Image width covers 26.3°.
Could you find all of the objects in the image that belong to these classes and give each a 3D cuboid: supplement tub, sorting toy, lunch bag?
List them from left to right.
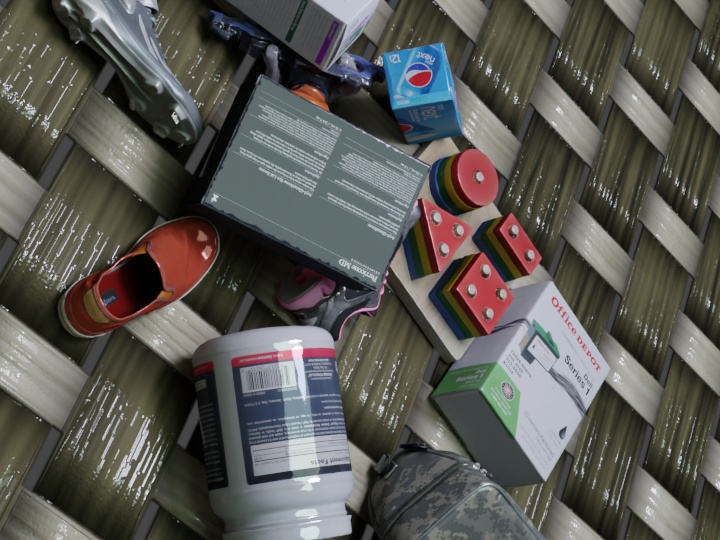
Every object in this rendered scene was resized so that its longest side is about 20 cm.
[{"bbox_3d":[-0.082,0.161,1.476,0.140,0.140,0.201,0,78,-44],"label":"supplement tub"},{"bbox_3d":[0.104,0.286,1.610,0.139,0.168,0.200,-43,113,-9],"label":"lunch bag"},{"bbox_3d":[0.115,-0.035,1.772,0.199,0.069,0.200,55,48,-18],"label":"sorting toy"}]

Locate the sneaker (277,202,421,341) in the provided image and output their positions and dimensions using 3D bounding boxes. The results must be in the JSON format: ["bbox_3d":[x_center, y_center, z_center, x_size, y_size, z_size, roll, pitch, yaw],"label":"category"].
[{"bbox_3d":[0.000,0.000,1.647,0.200,0.079,0.096,-44,117,-26],"label":"sneaker"}]

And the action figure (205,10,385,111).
[{"bbox_3d":[-0.086,-0.191,1.633,0.199,0.105,0.194,23,53,-7],"label":"action figure"}]

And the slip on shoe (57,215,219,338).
[{"bbox_3d":[-0.199,0.003,1.466,0.200,0.061,0.074,-34,100,-45],"label":"slip on shoe"}]

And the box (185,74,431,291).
[{"bbox_3d":[-0.052,-0.083,1.529,0.199,0.079,0.142,27,79,-17],"label":"box"}]

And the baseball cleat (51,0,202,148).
[{"bbox_3d":[-0.210,-0.221,1.514,0.200,0.070,0.107,50,50,-22],"label":"baseball cleat"}]

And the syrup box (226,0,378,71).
[{"bbox_3d":[-0.085,-0.305,1.594,0.200,0.082,0.079,37,51,3],"label":"syrup box"}]

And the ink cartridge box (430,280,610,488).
[{"bbox_3d":[0.190,0.130,1.785,0.146,0.084,0.200,54,49,-19],"label":"ink cartridge box"}]

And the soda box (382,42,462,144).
[{"bbox_3d":[0.071,-0.192,1.700,0.200,0.067,0.065,44,37,-80],"label":"soda box"}]
